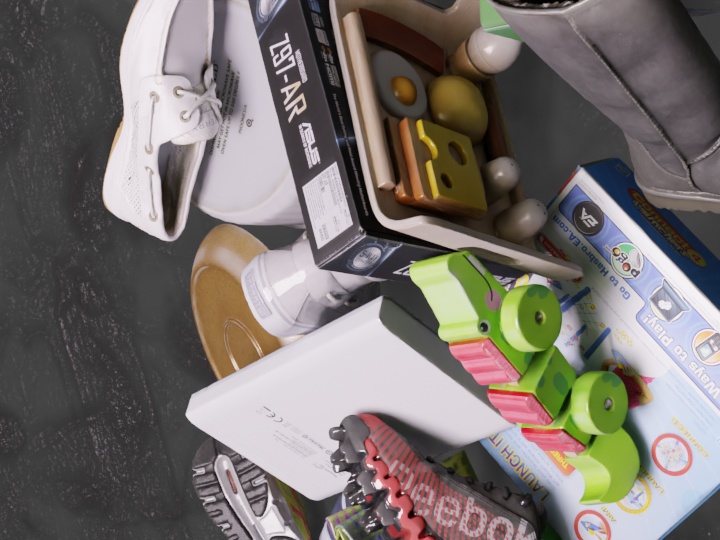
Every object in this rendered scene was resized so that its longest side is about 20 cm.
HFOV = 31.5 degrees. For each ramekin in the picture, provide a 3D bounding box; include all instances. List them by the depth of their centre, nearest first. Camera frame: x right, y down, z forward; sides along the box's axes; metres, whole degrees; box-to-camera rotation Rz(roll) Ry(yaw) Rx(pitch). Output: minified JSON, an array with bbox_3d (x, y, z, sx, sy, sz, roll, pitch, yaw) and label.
[{"bbox_3d":[-0.073,-0.125,0.941,0.201,0.094,0.204,10,107,35],"label":"ramekin"}]

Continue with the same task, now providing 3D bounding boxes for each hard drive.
[{"bbox_3d":[-0.009,0.094,0.869,0.132,0.027,0.199,37,136,-26],"label":"hard drive"}]

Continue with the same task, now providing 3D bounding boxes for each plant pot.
[{"bbox_3d":[-0.079,0.063,0.979,0.200,0.027,0.201,41,146,36],"label":"plant pot"}]

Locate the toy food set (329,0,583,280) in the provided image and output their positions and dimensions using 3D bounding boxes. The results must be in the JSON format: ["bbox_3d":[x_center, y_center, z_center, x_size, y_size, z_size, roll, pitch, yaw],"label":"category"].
[{"bbox_3d":[0.064,-0.096,0.771,0.060,0.143,0.202,-34,56,37],"label":"toy food set"}]

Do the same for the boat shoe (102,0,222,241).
[{"bbox_3d":[-0.124,-0.112,0.883,0.069,0.071,0.201,33,127,25],"label":"boat shoe"}]

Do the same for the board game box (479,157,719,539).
[{"bbox_3d":[0.163,0.067,0.831,0.200,0.056,0.196,49,125,18],"label":"board game box"}]

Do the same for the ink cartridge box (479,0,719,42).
[{"bbox_3d":[0.168,-0.220,0.729,0.199,0.084,0.146,-4,88,38],"label":"ink cartridge box"}]

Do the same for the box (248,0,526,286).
[{"bbox_3d":[0.019,-0.089,0.804,0.043,0.159,0.202,-33,61,37],"label":"box"}]

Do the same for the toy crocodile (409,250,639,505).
[{"bbox_3d":[0.099,0.063,0.762,0.067,0.062,0.200,-6,133,50],"label":"toy crocodile"}]

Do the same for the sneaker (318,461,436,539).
[{"bbox_3d":[0.049,0.215,0.934,0.200,0.070,0.109,39,122,36],"label":"sneaker"}]

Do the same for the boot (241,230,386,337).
[{"bbox_3d":[0.000,0.000,0.869,0.095,0.200,0.074,-27,85,17],"label":"boot"}]

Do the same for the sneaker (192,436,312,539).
[{"bbox_3d":[-0.063,0.224,1.022,0.078,0.090,0.202,-23,78,11],"label":"sneaker"}]

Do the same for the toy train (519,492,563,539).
[{"bbox_3d":[0.152,0.241,0.877,0.201,0.056,0.042,56,154,15],"label":"toy train"}]

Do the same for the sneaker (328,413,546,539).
[{"bbox_3d":[0.064,0.164,0.836,0.201,0.098,0.071,50,162,7],"label":"sneaker"}]

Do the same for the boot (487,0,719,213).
[{"bbox_3d":[0.186,-0.107,0.690,0.181,0.073,0.200,-3,142,36],"label":"boot"}]

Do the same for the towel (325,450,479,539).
[{"bbox_3d":[0.073,0.236,0.885,0.023,0.143,0.201,-42,72,48],"label":"towel"}]
